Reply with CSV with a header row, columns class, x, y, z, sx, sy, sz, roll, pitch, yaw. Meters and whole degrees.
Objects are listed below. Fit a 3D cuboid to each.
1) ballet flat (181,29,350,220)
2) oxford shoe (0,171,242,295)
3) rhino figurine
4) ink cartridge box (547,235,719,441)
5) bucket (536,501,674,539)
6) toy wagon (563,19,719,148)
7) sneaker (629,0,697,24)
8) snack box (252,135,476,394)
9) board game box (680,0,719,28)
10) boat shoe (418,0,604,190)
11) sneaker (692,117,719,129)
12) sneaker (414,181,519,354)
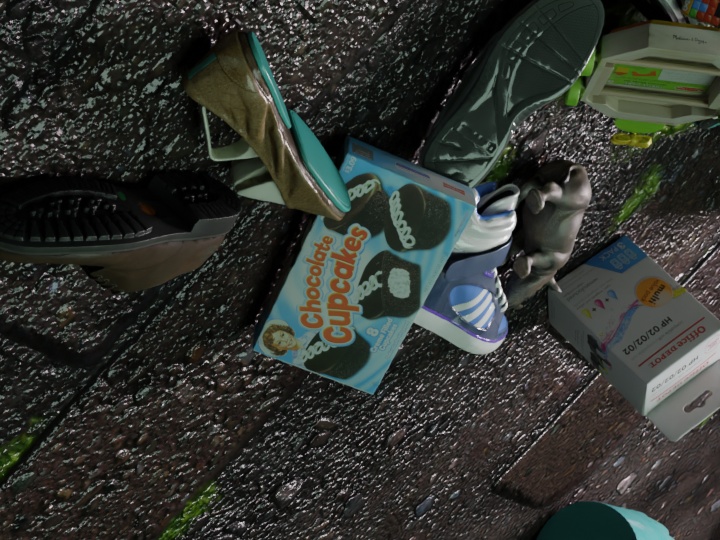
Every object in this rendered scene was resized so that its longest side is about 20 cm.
class,x,y,z,sx,sy,sz,roll,pitch,yaw
ballet flat,-0.071,-0.091,0.933,0.072,0.068,0.200,-23,147,8
oxford shoe,-0.173,-0.016,0.893,0.198,0.073,0.085,-2,132,-45
rhino figurine,0.175,-0.027,1.267,0.087,0.060,0.201,-27,146,-27
ink cartridge box,0.306,0.070,1.385,0.114,0.200,0.068,-33,146,-15
bucket,0.346,0.427,1.837,0.208,0.208,0.134,-50,137,11
toy wagon,0.258,-0.160,1.144,0.200,0.153,0.040,95,2,-76
sneaker,0.269,-0.275,1.074,0.115,0.076,0.200,-44,145,4
snack box,0.000,0.000,1.073,0.115,0.037,0.201,21,118,-13
board game box,0.354,-0.289,1.100,0.199,0.056,0.167,-20,132,-56
boat shoe,0.119,-0.152,1.069,0.074,0.065,0.203,34,98,-18
sneaker,0.341,-0.166,1.203,0.079,0.072,0.200,-26,-175,-9
sneaker,0.115,-0.008,1.201,0.147,0.081,0.199,-48,142,15
